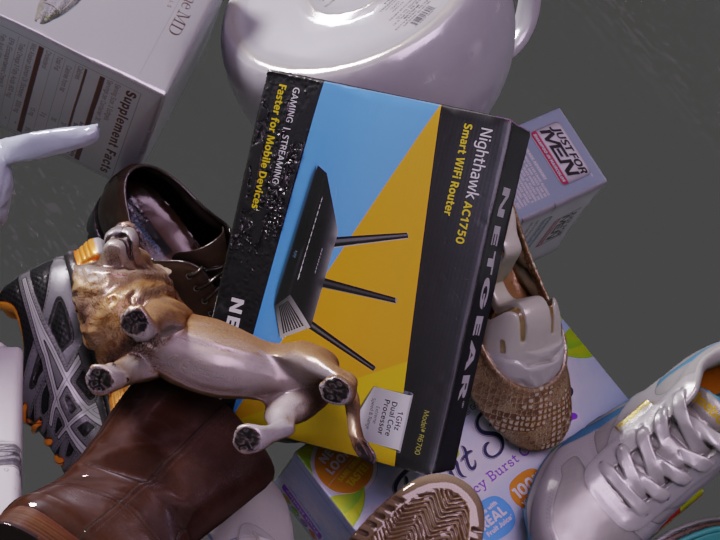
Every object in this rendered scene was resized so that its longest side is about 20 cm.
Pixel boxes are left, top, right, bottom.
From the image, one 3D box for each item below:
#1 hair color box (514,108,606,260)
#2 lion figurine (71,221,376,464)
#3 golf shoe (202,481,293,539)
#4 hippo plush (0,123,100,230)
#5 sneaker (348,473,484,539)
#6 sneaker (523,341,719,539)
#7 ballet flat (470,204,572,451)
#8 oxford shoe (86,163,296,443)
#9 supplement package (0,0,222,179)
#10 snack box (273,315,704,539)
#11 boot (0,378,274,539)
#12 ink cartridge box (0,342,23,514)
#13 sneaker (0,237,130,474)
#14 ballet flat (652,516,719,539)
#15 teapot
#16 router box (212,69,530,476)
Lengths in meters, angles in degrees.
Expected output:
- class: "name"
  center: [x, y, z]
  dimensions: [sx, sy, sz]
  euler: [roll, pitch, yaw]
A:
- class: "hair color box"
  center: [0.045, -0.021, 1.288]
  dimensions: [0.200, 0.099, 0.061]
  euler: [-24, 73, -25]
- class: "lion figurine"
  center: [-0.073, 0.047, 1.116]
  dimensions: [0.200, 0.122, 0.073]
  euler: [27, 101, 5]
- class: "golf shoe"
  center: [-0.053, 0.177, 1.145]
  dimensions: [0.078, 0.097, 0.200]
  euler: [33, 36, -23]
- class: "hippo plush"
  center: [-0.284, -0.061, 1.173]
  dimensions: [0.159, 0.200, 0.161]
  euler: [-12, 59, -44]
- class: "sneaker"
  center: [0.012, 0.206, 1.147]
  dimensions: [0.071, 0.112, 0.200]
  euler: [27, 86, 11]
- class: "sneaker"
  center: [0.173, 0.102, 1.203]
  dimensions: [0.200, 0.081, 0.077]
  euler: [-40, 86, -27]
- class: "ballet flat"
  center: [0.078, 0.009, 1.200]
  dimensions: [0.070, 0.065, 0.200]
  euler: [-24, 89, -24]
- class: "oxford shoe"
  center: [-0.089, 0.019, 1.240]
  dimensions: [0.073, 0.084, 0.200]
  euler: [-39, 82, -29]
- class: "supplement package"
  center: [-0.197, -0.162, 1.275]
  dimensions: [0.200, 0.117, 0.117]
  euler: [25, 58, -4]
- class: "snack box"
  center: [0.076, 0.131, 1.243]
  dimensions: [0.200, 0.068, 0.169]
  euler: [-33, 78, -28]
- class: "boot"
  center: [-0.080, 0.143, 1.081]
  dimensions: [0.186, 0.064, 0.200]
  euler: [38, 27, 5]
- class: "ink cartridge box"
  center: [-0.252, 0.136, 1.093]
  dimensions: [0.145, 0.084, 0.200]
  euler: [1, 43, -9]
- class: "sneaker"
  center: [-0.158, 0.085, 1.203]
  dimensions: [0.077, 0.078, 0.200]
  euler: [-15, 72, 6]
- class: "ballet flat"
  center: [0.145, 0.211, 1.218]
  dimensions: [0.200, 0.064, 0.067]
  euler: [-41, 107, -18]
- class: "teapot"
  center: [0.018, -0.127, 1.310]
  dimensions: [0.200, 0.146, 0.198]
  euler: [-14, 43, 13]
- class: "router box"
  center: [0.000, 0.000, 1.166]
  dimensions: [0.149, 0.051, 0.200]
  euler: [13, 92, 18]
